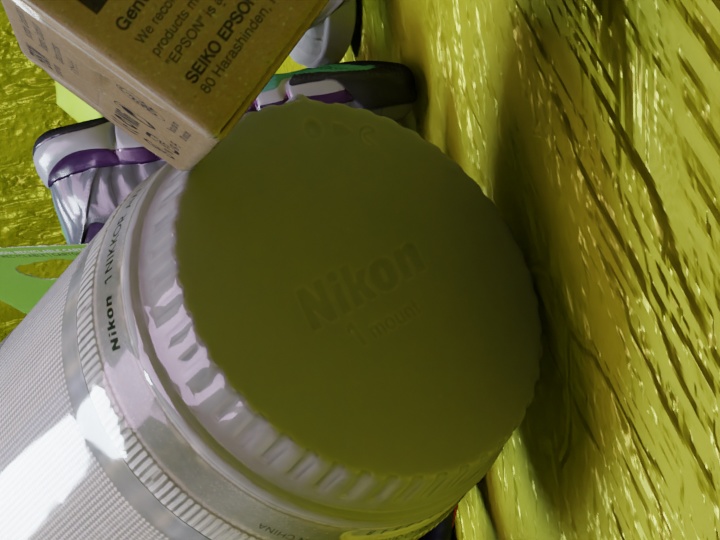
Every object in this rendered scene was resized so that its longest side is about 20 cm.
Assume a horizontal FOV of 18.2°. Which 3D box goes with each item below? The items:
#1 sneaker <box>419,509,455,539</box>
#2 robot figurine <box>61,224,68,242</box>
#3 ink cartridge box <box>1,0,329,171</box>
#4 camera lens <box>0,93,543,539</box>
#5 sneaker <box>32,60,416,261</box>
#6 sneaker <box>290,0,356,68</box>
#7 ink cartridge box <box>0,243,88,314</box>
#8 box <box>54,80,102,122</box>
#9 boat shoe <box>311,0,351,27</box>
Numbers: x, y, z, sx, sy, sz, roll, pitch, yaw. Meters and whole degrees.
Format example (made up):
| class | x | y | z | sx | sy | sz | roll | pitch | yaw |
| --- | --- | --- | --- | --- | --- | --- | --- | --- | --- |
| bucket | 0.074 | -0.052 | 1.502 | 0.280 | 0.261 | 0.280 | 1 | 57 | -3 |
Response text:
| class | x | y | z | sx | sy | sz | roll | pitch | yaw |
| --- | --- | --- | --- | --- | --- | --- | --- | --- | --- |
| sneaker | 0.007 | 0.041 | 0.952 | 0.085 | 0.075 | 0.200 | -108 | 1 | -58 |
| robot figurine | -0.068 | -0.025 | 1.164 | 0.116 | 0.176 | 0.200 | 43 | -162 | 16 |
| ink cartridge box | -0.027 | -0.116 | 0.646 | 0.075 | 0.165 | 0.200 | 36 | 176 | -5 |
| camera lens | -0.046 | 0.049 | 0.829 | 0.200 | 0.160 | 0.160 | -42 | 53 | 49 |
| sneaker | -0.055 | -0.039 | 1.018 | 0.074 | 0.200 | 0.088 | -17 | -85 | -57 |
| sneaker | -0.047 | -0.166 | 1.094 | 0.200 | 0.085 | 0.073 | 89 | 167 | -58 |
| ink cartridge box | -0.100 | 0.058 | 1.042 | 0.200 | 0.148 | 0.076 | 38 | -123 | -52 |
| box | -0.105 | -0.166 | 1.117 | 0.048 | 0.122 | 0.200 | 40 | 155 | 22 |
| boat shoe | -0.060 | -0.118 | 1.017 | 0.074 | 0.065 | 0.200 | 45 | 143 | -9 |
